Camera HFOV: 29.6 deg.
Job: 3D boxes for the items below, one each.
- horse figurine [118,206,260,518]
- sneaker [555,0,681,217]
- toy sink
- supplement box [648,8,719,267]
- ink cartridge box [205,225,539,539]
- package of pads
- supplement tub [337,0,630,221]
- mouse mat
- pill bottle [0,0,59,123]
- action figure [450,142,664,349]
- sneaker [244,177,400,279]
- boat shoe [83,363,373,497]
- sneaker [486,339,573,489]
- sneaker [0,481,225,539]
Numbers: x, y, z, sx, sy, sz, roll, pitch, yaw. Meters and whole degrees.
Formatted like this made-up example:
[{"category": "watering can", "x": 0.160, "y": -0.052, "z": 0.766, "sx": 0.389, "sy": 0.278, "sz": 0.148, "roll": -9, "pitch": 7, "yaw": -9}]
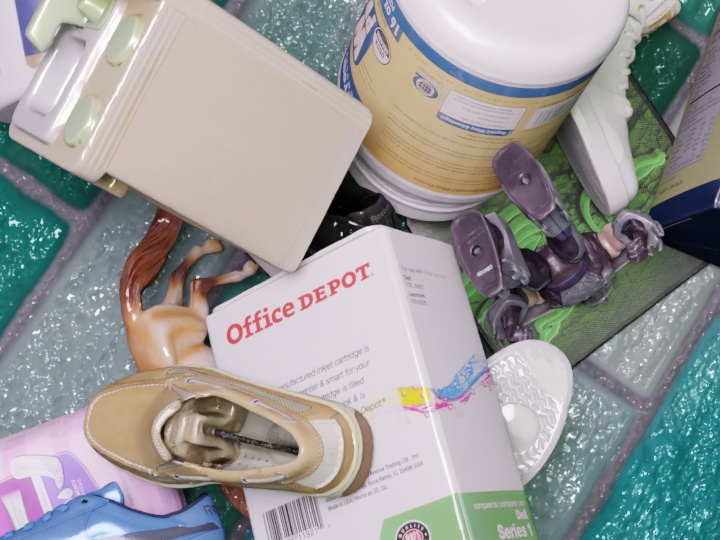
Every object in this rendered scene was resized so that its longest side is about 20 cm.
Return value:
[{"category": "horse figurine", "x": -0.091, "y": 0.056, "z": 0.878, "sx": 0.200, "sy": 0.050, "sz": 0.132, "roll": 50, "pitch": 53, "yaw": -4}, {"category": "sneaker", "x": 0.176, "y": -0.147, "z": 0.931, "sx": 0.114, "sy": 0.074, "sz": 0.202, "roll": -20, "pitch": 84, "yaw": -4}, {"category": "toy sink", "x": -0.118, "y": -0.095, "z": 0.767, "sx": 0.199, "sy": 0.130, "sz": 0.113, "roll": 30, "pitch": 86, "yaw": -34}, {"category": "supplement box", "x": 0.329, "y": -0.088, "z": 0.918, "sx": 0.198, "sy": 0.134, "sz": 0.202, "roll": 22, "pitch": 82, "yaw": -6}, {"category": "ink cartridge box", "x": 0.005, "y": 0.096, "z": 0.792, "sx": 0.144, "sy": 0.084, "sz": 0.202, "roll": -26, "pitch": 69, "yaw": 31}, {"category": "package of pads", "x": -0.205, "y": 0.162, "z": 0.865, "sx": 0.198, "sy": 0.076, "sz": 0.122, "roll": -21, "pitch": 85, "yaw": -8}, {"category": "supplement tub", "x": 0.065, "y": -0.131, "z": 0.842, "sx": 0.143, "sy": 0.200, "sz": 0.146, "roll": 6, "pitch": 62, "yaw": -12}, {"category": "mouse mat", "x": 0.149, "y": -0.032, "z": 0.959, "sx": 0.199, "sy": 0.008, "sz": 0.162, "roll": -36, "pitch": 91, "yaw": -7}, {"category": "pill bottle", "x": -0.204, "y": -0.204, "z": 0.873, "sx": 0.110, "sy": 0.111, "sz": 0.203, "roll": -11, "pitch": 88, "yaw": -8}, {"category": "action figure", "x": 0.123, "y": -0.005, "z": 0.866, "sx": 0.130, "sy": 0.200, "sz": 0.070, "roll": -43, "pitch": 61, "yaw": 11}, {"category": "sneaker", "x": 0.000, "y": 0.000, "z": 0.883, "sx": 0.200, "sy": 0.088, "sz": 0.076, "roll": 45, "pitch": 41, "yaw": -3}, {"category": "boat shoe", "x": -0.091, "y": 0.087, "z": 0.762, "sx": 0.198, "sy": 0.076, "sz": 0.073, "roll": -3, "pitch": 82, "yaw": 35}, {"category": "sneaker", "x": 0.069, "y": 0.127, "z": 0.876, "sx": 0.073, "sy": 0.118, "sz": 0.202, "roll": 31, "pitch": 98, "yaw": 5}, {"category": "sneaker", "x": -0.178, "y": 0.167, "z": 0.802, "sx": 0.197, "sy": 0.066, "sz": 0.080, "roll": -2, "pitch": 77, "yaw": -10}]
